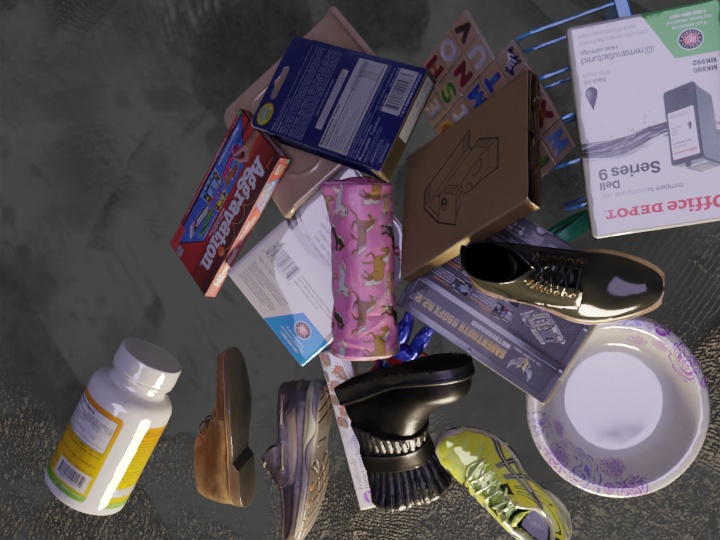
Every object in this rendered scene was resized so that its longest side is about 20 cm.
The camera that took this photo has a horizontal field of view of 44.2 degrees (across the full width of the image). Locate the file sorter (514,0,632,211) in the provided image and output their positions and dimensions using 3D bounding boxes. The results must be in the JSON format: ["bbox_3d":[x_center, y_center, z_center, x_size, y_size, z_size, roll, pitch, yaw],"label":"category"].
[{"bbox_3d":[0.255,-0.176,0.977,0.121,0.139,0.204,-17,93,14],"label":"file sorter"}]

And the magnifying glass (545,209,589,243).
[{"bbox_3d":[0.183,-0.013,1.040,0.198,0.080,0.023,-34,93,21],"label":"magnifying glass"}]

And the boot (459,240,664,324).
[{"bbox_3d":[0.195,0.009,0.862,0.196,0.138,0.079,2,85,16],"label":"boot"}]

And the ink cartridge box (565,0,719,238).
[{"bbox_3d":[0.283,-0.141,0.859,0.143,0.084,0.204,-8,95,14],"label":"ink cartridge box"}]

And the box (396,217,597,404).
[{"bbox_3d":[0.162,0.024,0.970,0.198,0.048,0.160,33,96,18],"label":"box"}]

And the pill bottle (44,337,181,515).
[{"bbox_3d":[-0.304,0.192,1.112,0.110,0.111,0.202,30,99,5],"label":"pill bottle"}]

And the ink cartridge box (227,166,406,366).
[{"bbox_3d":[-0.035,-0.010,1.063,0.199,0.084,0.147,-39,89,9],"label":"ink cartridge box"}]

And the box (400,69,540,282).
[{"bbox_3d":[0.113,-0.096,0.941,0.021,0.166,0.199,24,145,-29],"label":"box"}]

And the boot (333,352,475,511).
[{"bbox_3d":[0.069,0.184,1.002,0.210,0.079,0.161,-21,90,49],"label":"boot"}]

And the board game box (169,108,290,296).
[{"bbox_3d":[-0.160,-0.079,1.063,0.103,0.019,0.202,48,117,33],"label":"board game box"}]

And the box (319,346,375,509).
[{"bbox_3d":[-0.006,0.191,1.100,0.038,0.041,0.204,-14,92,10],"label":"box"}]

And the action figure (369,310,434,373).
[{"bbox_3d":[0.055,0.092,1.068,0.065,0.052,0.203,27,111,8],"label":"action figure"}]

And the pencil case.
[{"bbox_3d":[0.000,0.000,0.972,0.081,0.086,0.204,-3,95,10],"label":"pencil case"}]

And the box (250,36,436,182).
[{"bbox_3d":[-0.023,-0.184,0.982,0.198,0.032,0.123,24,86,33],"label":"box"}]

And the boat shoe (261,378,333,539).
[{"bbox_3d":[-0.081,0.233,1.107,0.072,0.074,0.204,7,88,18],"label":"boat shoe"}]

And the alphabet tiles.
[{"bbox_3d":[0.140,-0.178,0.990,0.202,0.007,0.167,62,144,12],"label":"alphabet tiles"}]

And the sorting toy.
[{"bbox_3d":[-0.055,-0.186,1.044,0.200,0.036,0.186,-43,58,12],"label":"sorting toy"}]

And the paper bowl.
[{"bbox_3d":[0.288,0.146,1.015,0.196,0.104,0.205,1,95,11],"label":"paper bowl"}]

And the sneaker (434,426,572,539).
[{"bbox_3d":[0.173,0.261,1.060,0.199,0.076,0.076,37,101,5],"label":"sneaker"}]

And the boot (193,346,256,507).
[{"bbox_3d":[-0.178,0.196,1.117,0.074,0.073,0.204,2,98,19],"label":"boot"}]
